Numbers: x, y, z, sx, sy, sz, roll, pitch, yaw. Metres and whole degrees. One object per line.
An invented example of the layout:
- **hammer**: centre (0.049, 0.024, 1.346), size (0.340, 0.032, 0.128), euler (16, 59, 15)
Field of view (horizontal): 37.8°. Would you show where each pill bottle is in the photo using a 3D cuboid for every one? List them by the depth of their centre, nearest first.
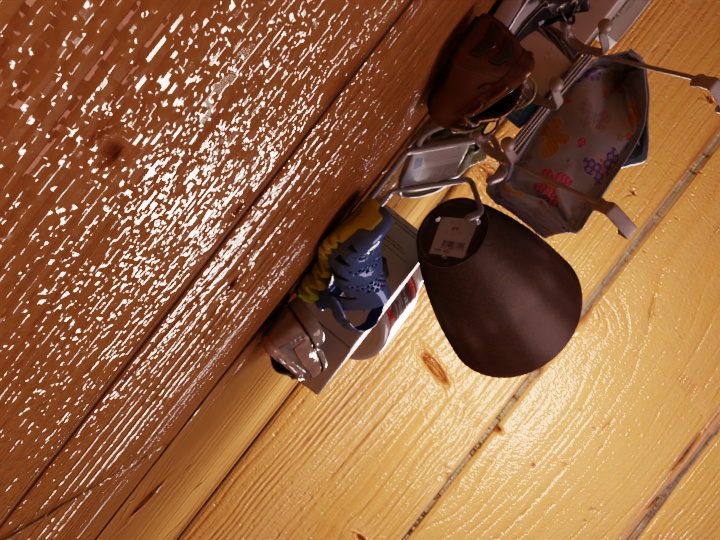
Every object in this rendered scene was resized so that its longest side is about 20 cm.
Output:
- **pill bottle**: centre (0.022, 0.042, 1.601), size (0.116, 0.116, 0.200), euler (-53, 177, 33)

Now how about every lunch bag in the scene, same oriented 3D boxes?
- **lunch bag**: centre (0.246, -0.143, 1.181), size (0.201, 0.126, 0.170), euler (-56, -179, -2)

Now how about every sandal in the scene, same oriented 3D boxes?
- **sandal**: centre (0.000, 0.000, 1.032), size (0.079, 0.087, 0.200), euler (-42, 172, -23)

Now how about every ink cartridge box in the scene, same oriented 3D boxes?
- **ink cartridge box**: centre (0.220, -0.273, 1.169), size (0.200, 0.084, 0.146), euler (-52, 177, 28)
- **ink cartridge box**: centre (-0.013, 0.038, 1.309), size (0.200, 0.084, 0.146), euler (-51, 176, -34)

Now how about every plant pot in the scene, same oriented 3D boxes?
- **plant pot**: centre (0.150, 0.004, 1.275), size (0.187, 0.186, 0.200), euler (-51, 139, -5)

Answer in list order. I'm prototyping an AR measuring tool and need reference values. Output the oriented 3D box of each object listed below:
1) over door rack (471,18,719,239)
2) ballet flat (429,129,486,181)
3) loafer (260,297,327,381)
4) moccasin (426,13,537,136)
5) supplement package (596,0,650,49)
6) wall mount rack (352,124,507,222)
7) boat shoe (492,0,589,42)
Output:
- **over door rack**: centre (0.199, -0.138, 0.915), size (0.148, 0.067, 0.200), euler (-50, -138, 0)
- **ballet flat**: centre (0.124, -0.161, 1.289), size (0.071, 0.070, 0.200), euler (-53, 177, 24)
- **loafer**: centre (-0.078, 0.082, 1.139), size (0.063, 0.072, 0.200), euler (-34, 167, -12)
- **moccasin**: centre (0.107, -0.155, 0.894), size (0.074, 0.077, 0.201), euler (-54, 180, -12)
- **supplement package**: centre (0.349, -0.398, 1.424), size (0.156, 0.111, 0.200), euler (-53, 176, 14)
- **wall mount rack**: centre (0.060, -0.084, 1.126), size (0.172, 0.075, 0.200), euler (-12, 164, -10)
- **boat shoe**: centre (0.182, -0.258, 0.944), size (0.201, 0.066, 0.070), euler (-52, 177, -2)
